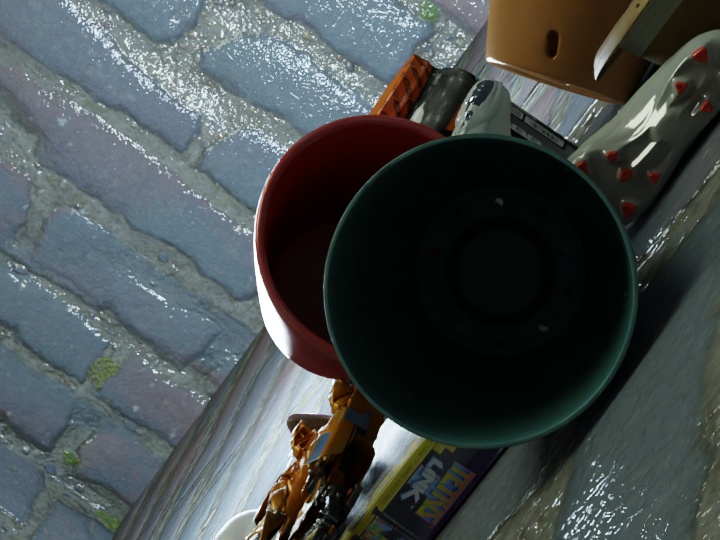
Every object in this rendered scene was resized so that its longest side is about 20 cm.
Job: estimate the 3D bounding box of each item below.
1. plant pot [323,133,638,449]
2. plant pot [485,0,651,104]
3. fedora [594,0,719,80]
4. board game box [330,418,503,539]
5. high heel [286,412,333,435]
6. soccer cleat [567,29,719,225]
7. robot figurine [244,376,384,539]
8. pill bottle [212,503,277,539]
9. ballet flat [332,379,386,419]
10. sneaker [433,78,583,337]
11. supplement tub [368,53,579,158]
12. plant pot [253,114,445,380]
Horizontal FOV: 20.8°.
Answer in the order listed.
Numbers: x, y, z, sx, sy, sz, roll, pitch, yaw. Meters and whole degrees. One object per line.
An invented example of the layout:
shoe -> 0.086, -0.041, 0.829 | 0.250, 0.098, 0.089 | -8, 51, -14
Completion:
plant pot -> 0.088, 0.007, 1.314 | 0.201, 0.200, 0.161 | -55, -5, 10
plant pot -> 0.199, -0.238, 1.800 | 0.200, 0.200, 0.140 | -125, 53, -84
fedora -> 0.261, -0.212, 1.525 | 0.201, 0.082, 0.201 | -54, -3, -4
board game box -> 0.051, 0.142, 1.511 | 0.200, 0.057, 0.165 | -54, 8, 21
high heel -> -0.011, 0.154, 1.748 | 0.067, 0.096, 0.200 | -57, 6, -8
soccer cleat -> 0.213, -0.098, 1.466 | 0.200, 0.069, 0.078 | -47, 3, 17
robot figurine -> -0.046, 0.182, 1.509 | 0.145, 0.058, 0.200 | -51, 8, 44
pill bottle -> -0.092, 0.275, 1.672 | 0.200, 0.112, 0.112 | -53, 7, 32
ballet flat -> 0.008, 0.117, 1.845 | 0.200, 0.068, 0.068 | 58, -129, -71
sneaker -> 0.124, -0.035, 1.431 | 0.079, 0.129, 0.199 | -178, 95, -86
supplement tub -> 0.100, -0.086, 1.637 | 0.123, 0.200, 0.123 | -56, 6, 8
plant pot -> 0.000, 0.000, 1.558 | 0.201, 0.200, 0.177 | -58, 1, -20
